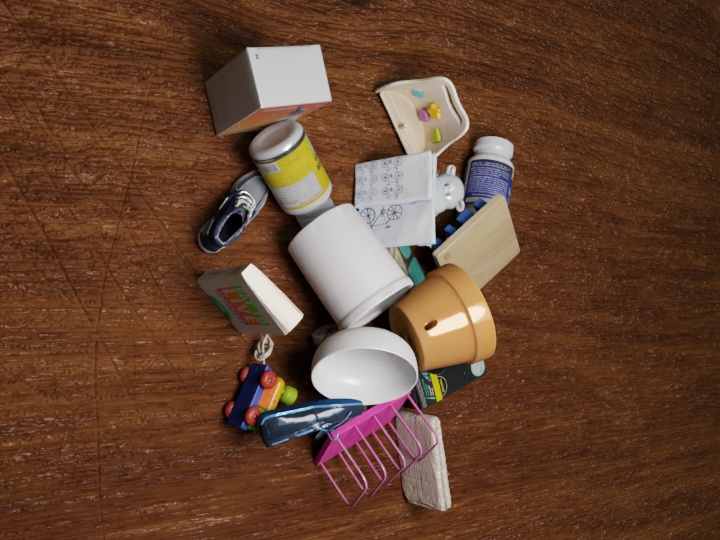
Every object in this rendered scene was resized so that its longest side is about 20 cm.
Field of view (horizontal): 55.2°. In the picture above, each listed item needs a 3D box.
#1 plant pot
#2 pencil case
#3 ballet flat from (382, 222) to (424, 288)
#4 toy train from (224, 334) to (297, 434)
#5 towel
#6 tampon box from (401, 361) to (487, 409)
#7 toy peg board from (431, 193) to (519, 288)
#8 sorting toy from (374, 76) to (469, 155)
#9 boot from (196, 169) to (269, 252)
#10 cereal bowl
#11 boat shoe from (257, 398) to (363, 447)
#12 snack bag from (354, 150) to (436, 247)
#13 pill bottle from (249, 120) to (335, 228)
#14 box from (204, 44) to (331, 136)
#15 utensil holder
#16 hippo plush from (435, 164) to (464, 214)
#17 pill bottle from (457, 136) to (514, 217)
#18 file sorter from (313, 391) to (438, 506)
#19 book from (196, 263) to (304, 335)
[{"bbox_3d":[0.147,0.105,1.328,0.139,0.200,0.201,-23,99,-18],"label":"plant pot"},{"bbox_3d":[-0.037,0.201,1.394,0.089,0.078,0.201,-17,96,-32],"label":"pencil case"},{"bbox_3d":[0.087,-0.021,1.511,0.067,0.062,0.201,-52,126,-49],"label":"ballet flat"},{"bbox_3d":[-0.164,0.216,1.310,0.116,0.084,0.201,37,66,-37],"label":"toy train"},{"bbox_3d":[0.132,0.401,1.458,0.034,0.132,0.201,-6,90,-35],"label":"towel"},{"bbox_3d":[0.148,0.190,1.492,0.199,0.126,0.151,-22,98,-33],"label":"tampon box"},{"bbox_3d":[0.236,-0.059,1.533,0.200,0.098,0.199,-42,139,-9],"label":"toy peg board"},{"bbox_3d":[0.154,-0.343,1.512,0.107,0.180,0.201,-34,105,-31],"label":"sorting toy"},{"bbox_3d":[-0.220,-0.114,1.290,0.073,0.090,0.200,43,64,-24],"label":"boot"},{"bbox_3d":[0.007,0.168,1.288,0.200,0.200,0.084,28,41,-29],"label":"cereal bowl"},{"bbox_3d":[-0.090,0.279,1.266,0.199,0.084,0.069,-6,89,-17],"label":"boat shoe"},{"bbox_3d":[0.069,-0.141,1.438,0.021,0.188,0.201,19,70,-60],"label":"snack bag"},{"bbox_3d":[-0.123,-0.179,1.331,0.112,0.112,0.200,-51,133,-26],"label":"pill bottle"},{"bbox_3d":[-0.174,-0.331,1.275,0.152,0.200,0.107,-15,94,-33],"label":"box"},{"bbox_3d":[-0.021,-0.005,1.336,0.170,0.170,0.200,-29,79,-32],"label":"utensil holder"},{"bbox_3d":[0.158,-0.139,1.507,0.199,0.161,0.160,-13,93,-34],"label":"hippo plush"},{"bbox_3d":[0.302,-0.208,1.639,0.115,0.116,0.201,20,75,-31],"label":"pill bottle"},{"bbox_3d":[0.035,0.354,1.367,0.199,0.139,0.126,-23,64,-33],"label":"file sorter"},{"bbox_3d":[-0.202,0.051,1.221,0.048,0.200,0.134,-48,111,-27],"label":"book"}]
